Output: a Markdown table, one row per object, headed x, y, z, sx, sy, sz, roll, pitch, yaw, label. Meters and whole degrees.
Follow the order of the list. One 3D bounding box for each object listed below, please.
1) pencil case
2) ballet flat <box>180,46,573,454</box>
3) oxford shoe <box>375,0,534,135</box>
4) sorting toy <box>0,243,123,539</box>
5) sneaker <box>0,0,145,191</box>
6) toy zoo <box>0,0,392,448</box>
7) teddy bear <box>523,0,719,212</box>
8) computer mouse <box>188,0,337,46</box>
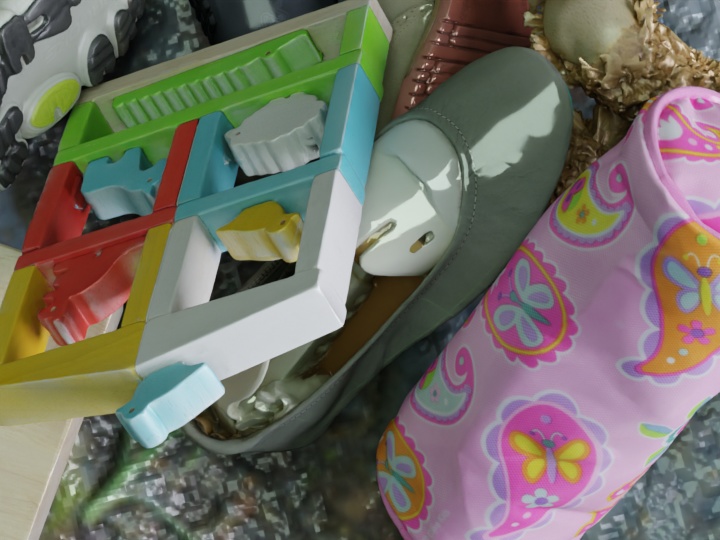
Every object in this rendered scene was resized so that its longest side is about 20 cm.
| x | y | z | sx | sy | sz | roll | pitch | yaw | label |
| --- | --- | --- | --- | --- | --- | --- | --- | --- | --- |
| 0.081 | 0.029 | 0.769 | 0.087 | 0.087 | 0.200 | 41 | 129 | 8 | pencil case |
| 0.000 | 0.000 | 0.795 | 0.200 | 0.064 | 0.067 | -49 | 63 | 31 | ballet flat |
| 0.026 | -0.093 | 0.862 | 0.074 | 0.071 | 0.200 | 15 | 90 | 42 | oxford shoe |
| -0.211 | 0.071 | 0.841 | 0.200 | 0.070 | 0.199 | 19 | 83 | 6 | sorting toy |
| -0.162 | -0.069 | 0.829 | 0.085 | 0.077 | 0.200 | 13 | 42 | 32 | sneaker |
| -0.060 | -0.015 | 0.769 | 0.131 | 0.020 | 0.200 | -16 | 36 | 21 | toy zoo |
| 0.126 | -0.027 | 0.823 | 0.200 | 0.067 | 0.145 | 21 | 95 | -3 | teddy bear |
| -0.064 | -0.163 | 0.884 | 0.059 | 0.034 | 0.200 | -27 | 81 | 0 | computer mouse |
